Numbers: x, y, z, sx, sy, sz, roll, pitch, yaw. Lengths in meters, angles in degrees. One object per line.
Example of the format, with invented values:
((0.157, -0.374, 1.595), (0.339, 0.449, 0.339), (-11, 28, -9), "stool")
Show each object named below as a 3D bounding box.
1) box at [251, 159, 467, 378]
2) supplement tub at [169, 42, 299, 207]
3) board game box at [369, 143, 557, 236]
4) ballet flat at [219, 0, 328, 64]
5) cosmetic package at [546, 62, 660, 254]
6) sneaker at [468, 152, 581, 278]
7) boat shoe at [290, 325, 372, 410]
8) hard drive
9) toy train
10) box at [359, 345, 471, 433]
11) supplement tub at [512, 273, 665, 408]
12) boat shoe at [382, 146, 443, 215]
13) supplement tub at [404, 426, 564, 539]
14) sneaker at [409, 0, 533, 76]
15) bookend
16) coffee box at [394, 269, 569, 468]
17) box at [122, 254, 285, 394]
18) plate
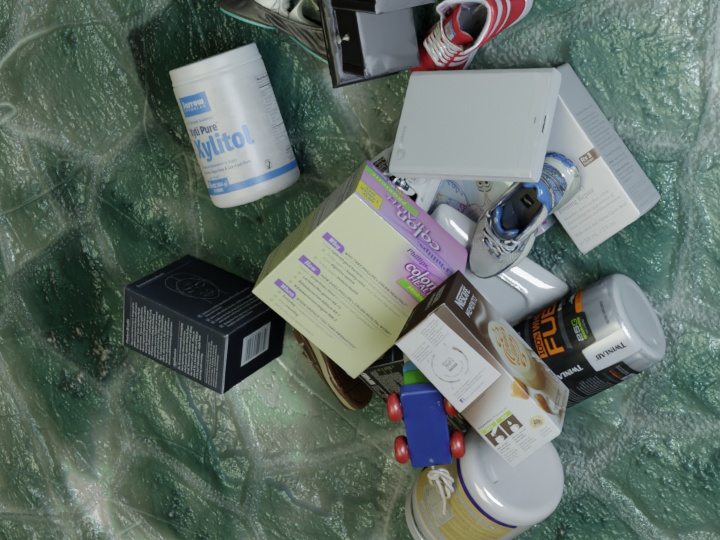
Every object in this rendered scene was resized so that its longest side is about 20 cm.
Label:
((0.000, 0.000, 1.588), (0.176, 0.097, 0.200), (41, 120, -12), "box")
((-0.172, -0.199, 1.768), (0.131, 0.132, 0.201), (-10, 105, 38), "supplement tub")
((0.122, -0.097, 1.658), (0.200, 0.043, 0.200), (-32, 90, 40), "board game box")
((-0.091, -0.339, 1.695), (0.199, 0.068, 0.069), (27, 115, 11), "ballet flat")
((0.255, -0.133, 1.528), (0.102, 0.074, 0.200), (-38, 88, 40), "cosmetic package")
((0.174, -0.057, 1.523), (0.077, 0.085, 0.200), (44, 132, 12), "sneaker")
((-0.050, 0.112, 1.868), (0.075, 0.075, 0.203), (-27, 87, 54), "boat shoe")
((0.132, -0.171, 1.505), (0.199, 0.026, 0.133), (6, 77, 38), "hard drive")
((0.084, 0.189, 1.573), (0.084, 0.116, 0.201), (-6, 127, 5), "toy train")
((0.119, 0.145, 1.690), (0.163, 0.086, 0.200), (-16, 129, 39), "box")
((0.261, 0.098, 1.574), (0.200, 0.122, 0.123), (-32, 91, 28), "supplement tub")
((0.058, -0.119, 1.609), (0.074, 0.086, 0.203), (32, 125, 20), "boat shoe")
((0.155, 0.286, 1.654), (0.146, 0.145, 0.200), (50, 142, 7), "supplement tub")
((0.108, -0.277, 1.541), (0.200, 0.112, 0.071), (-37, 87, 40), "sneaker")
((0.020, -0.316, 1.537), (0.199, 0.092, 0.201), (-143, 41, -66), "bookend")
((0.144, 0.112, 1.483), (0.080, 0.114, 0.200), (-41, 97, 23), "coffee box")
((-0.235, 0.077, 1.926), (0.199, 0.148, 0.108), (23, 122, 26), "box")
((0.138, 0.033, 1.668), (0.200, 0.032, 0.200), (33, 133, -3), "plate")
